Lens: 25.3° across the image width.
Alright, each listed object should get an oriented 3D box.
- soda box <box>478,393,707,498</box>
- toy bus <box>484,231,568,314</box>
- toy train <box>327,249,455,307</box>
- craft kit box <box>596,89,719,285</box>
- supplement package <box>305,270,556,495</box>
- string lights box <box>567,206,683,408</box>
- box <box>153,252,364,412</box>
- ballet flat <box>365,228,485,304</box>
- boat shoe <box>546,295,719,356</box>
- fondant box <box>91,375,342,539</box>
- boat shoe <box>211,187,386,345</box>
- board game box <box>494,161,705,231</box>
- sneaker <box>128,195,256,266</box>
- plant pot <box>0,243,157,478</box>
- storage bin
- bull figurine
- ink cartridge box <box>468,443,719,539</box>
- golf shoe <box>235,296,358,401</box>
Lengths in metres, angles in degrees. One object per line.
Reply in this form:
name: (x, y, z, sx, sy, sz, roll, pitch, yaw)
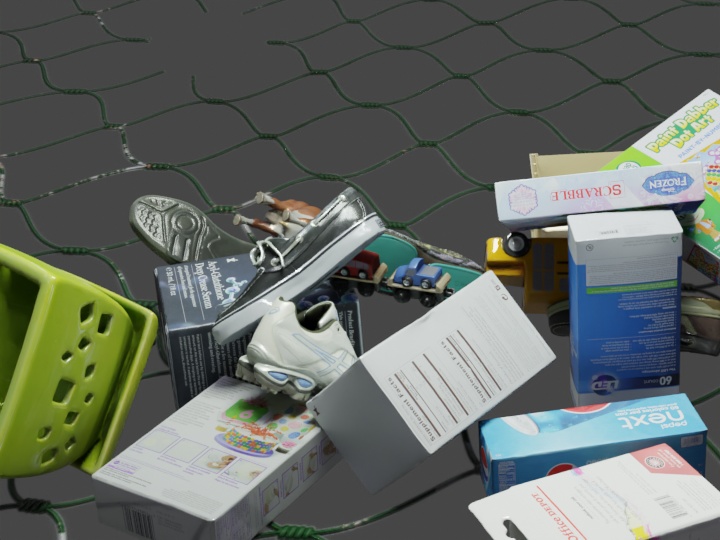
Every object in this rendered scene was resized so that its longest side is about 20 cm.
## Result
soda box: (0.212, 0.167, 1.475, 0.200, 0.064, 0.068, -7, 28, -5)
toy bus: (0.235, 0.005, 1.739, 0.200, 0.078, 0.065, 0, -17, 2)
toy train: (0.000, 0.000, 1.618, 0.200, 0.046, 0.034, 9, 29, 20)
craft kit box: (0.393, -0.094, 1.769, 0.200, 0.049, 0.197, -36, 51, -24)
supplement package: (0.068, 0.105, 1.522, 0.200, 0.114, 0.110, -32, 82, -40)
string lights box: (0.255, 0.044, 1.555, 0.103, 0.200, 0.059, -4, 28, 0)
box: (-0.107, 0.059, 1.684, 0.200, 0.107, 0.148, -9, 27, -9)
ballet flat: (0.050, -0.004, 1.764, 0.200, 0.072, 0.072, 19, 14, -33)
boat shoe: (0.281, 0.062, 1.660, 0.201, 0.066, 0.072, -3, -17, 35)
fondant box: (-0.130, 0.183, 1.503, 0.144, 0.058, 0.200, 15, 34, 31)
boat shoe: (-0.072, -0.007, 1.567, 0.199, 0.068, 0.074, -38, -5, -1)
board game box: (0.243, -0.073, 1.629, 0.199, 0.041, 0.200, -6, -3, 9)
sneaker: (-0.181, -0.009, 1.786, 0.199, 0.114, 0.076, 26, 58, -22)
plant pot: (-0.321, 0.085, 1.544, 0.200, 0.199, 0.181, 20, 1, 38)
storage bin: (0.301, -0.062, 1.869, 0.200, 0.094, 0.199, -2, 28, 4)
bull figurine: (-0.059, -0.043, 1.899, 0.121, 0.065, 0.200, 17, 3, -37)
ink cartridge box: (0.203, 0.225, 1.362, 0.200, 0.068, 0.116, -13, 28, -18)
golf shoe: (-0.027, 0.082, 1.567, 0.078, 0.097, 0.200, 19, 0, 40)
